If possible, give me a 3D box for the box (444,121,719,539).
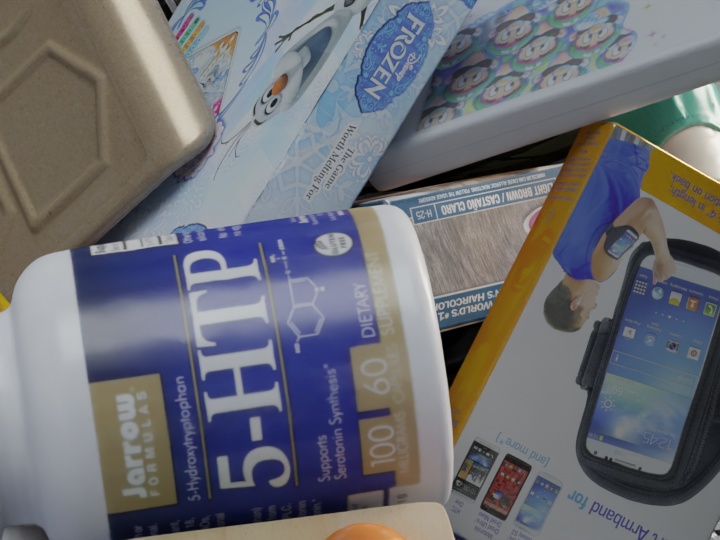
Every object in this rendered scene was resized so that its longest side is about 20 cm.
[{"bbox_3d":[0.101,0.054,1.158,0.119,0.200,0.041,28,-7,-16],"label":"box"}]

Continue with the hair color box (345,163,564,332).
[{"bbox_3d":[0.000,0.000,1.249,0.100,0.061,0.200,-13,2,-35],"label":"hair color box"}]

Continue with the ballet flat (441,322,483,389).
[{"bbox_3d":[0.026,0.063,1.252,0.200,0.073,0.073,-16,37,-21],"label":"ballet flat"}]

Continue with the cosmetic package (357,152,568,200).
[{"bbox_3d":[0.101,-0.038,1.347,0.200,0.081,0.113,16,14,27],"label":"cosmetic package"}]

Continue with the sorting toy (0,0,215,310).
[{"bbox_3d":[-0.165,-0.074,1.265,0.036,0.200,0.185,7,51,-56],"label":"sorting toy"}]

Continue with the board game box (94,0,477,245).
[{"bbox_3d":[-0.043,-0.075,1.234,0.199,0.043,0.200,-58,26,-6],"label":"board game box"}]

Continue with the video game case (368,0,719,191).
[{"bbox_3d":[0.104,-0.119,1.213,0.200,0.024,0.182,-17,30,23],"label":"video game case"}]

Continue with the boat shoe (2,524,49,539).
[{"bbox_3d":[-0.201,0.126,1.174,0.200,0.069,0.072,-7,34,-11],"label":"boat shoe"}]

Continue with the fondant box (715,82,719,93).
[{"bbox_3d":[0.083,-0.135,1.417,0.200,0.058,0.144,21,4,-19],"label":"fondant box"}]

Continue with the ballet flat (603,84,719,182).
[{"bbox_3d":[0.140,0.000,1.223,0.067,0.201,0.070,-1,6,-27],"label":"ballet flat"}]

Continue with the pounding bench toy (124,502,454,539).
[{"bbox_3d":[-0.024,0.153,1.051,0.124,0.156,0.200,-7,35,-6],"label":"pounding bench toy"}]

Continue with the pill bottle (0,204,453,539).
[{"bbox_3d":[-0.073,0.047,1.075,0.200,0.120,0.120,-9,36,-6],"label":"pill bottle"}]

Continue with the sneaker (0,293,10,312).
[{"bbox_3d":[-0.110,0.069,1.194,0.200,0.077,0.073,38,11,4],"label":"sneaker"}]

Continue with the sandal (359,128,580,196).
[{"bbox_3d":[0.012,-0.062,1.286,0.200,0.054,0.080,-9,-3,29],"label":"sandal"}]

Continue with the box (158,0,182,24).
[{"bbox_3d":[-0.063,-0.127,1.424,0.049,0.160,0.200,-25,19,25],"label":"box"}]
